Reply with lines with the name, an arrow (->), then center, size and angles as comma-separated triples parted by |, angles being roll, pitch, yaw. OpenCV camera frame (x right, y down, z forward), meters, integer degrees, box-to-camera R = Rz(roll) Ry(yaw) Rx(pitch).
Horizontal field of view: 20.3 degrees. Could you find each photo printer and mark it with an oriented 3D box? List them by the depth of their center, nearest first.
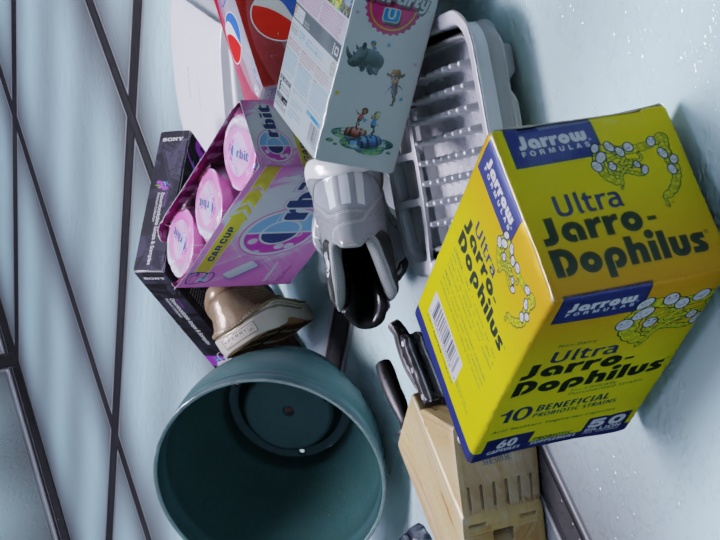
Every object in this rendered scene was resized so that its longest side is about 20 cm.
photo printer -> -0.126, -0.181, 1.886 | 0.200, 0.069, 0.168 | -137, 40, -62

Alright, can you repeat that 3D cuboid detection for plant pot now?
plant pot -> -0.069, 0.148, 1.747 | 0.134, 0.199, 0.202 | -75, -14, -62

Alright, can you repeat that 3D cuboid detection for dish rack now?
dish rack -> 0.068, -0.086, 1.381 | 0.200, 0.043, 0.173 | 174, 87, -73

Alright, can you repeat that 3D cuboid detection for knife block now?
knife block -> 0.069, 0.135, 1.471 | 0.175, 0.064, 0.202 | -155, 56, -70

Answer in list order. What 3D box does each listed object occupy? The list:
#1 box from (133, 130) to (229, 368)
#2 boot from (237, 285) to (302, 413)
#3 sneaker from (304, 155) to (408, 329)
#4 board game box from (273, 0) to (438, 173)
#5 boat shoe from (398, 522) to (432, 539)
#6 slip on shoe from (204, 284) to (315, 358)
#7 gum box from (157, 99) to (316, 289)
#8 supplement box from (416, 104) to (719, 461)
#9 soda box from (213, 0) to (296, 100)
box -> -0.143, -0.016, 1.827 | 0.200, 0.036, 0.144 | 60, -146, -57
boot -> -0.084, 0.110, 1.948 | 0.097, 0.074, 0.201 | 82, 174, -50
sneaker -> 0.000, 0.000, 1.494 | 0.200, 0.074, 0.116 | 63, -163, -63
board game box -> 0.002, -0.186, 1.384 | 0.148, 0.064, 0.201 | -126, 47, -65
boat shoe -> 0.062, 0.295, 1.590 | 0.201, 0.091, 0.071 | 58, 174, -29
slip on shoe -> -0.096, 0.040, 1.811 | 0.061, 0.076, 0.200 | 57, -168, 7
gum box -> -0.081, -0.058, 1.666 | 0.200, 0.113, 0.067 | -51, 50, 48
supplement box -> 0.116, 0.011, 1.153 | 0.200, 0.108, 0.110 | 109, 146, -57
soda box -> -0.086, -0.232, 1.730 | 0.064, 0.069, 0.201 | 113, 142, -62
